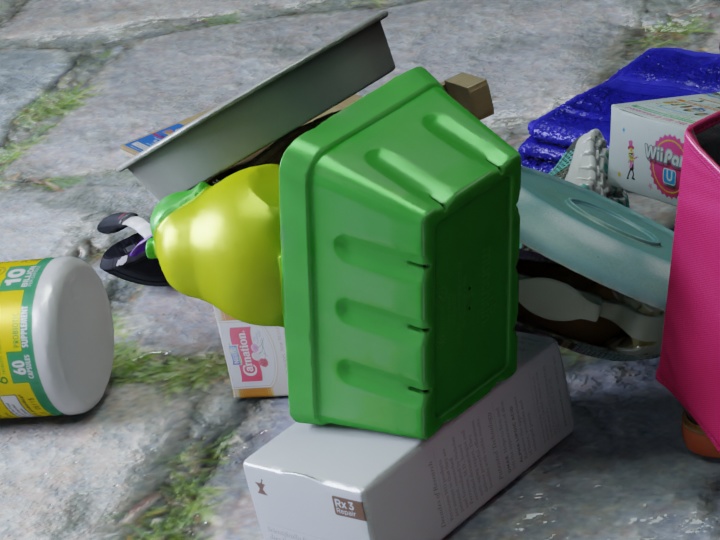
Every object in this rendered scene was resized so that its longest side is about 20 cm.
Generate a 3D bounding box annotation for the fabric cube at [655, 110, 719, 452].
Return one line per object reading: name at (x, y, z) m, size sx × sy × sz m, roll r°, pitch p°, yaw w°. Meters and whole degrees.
fabric cube at (0.298, 0.020, 1.271) m, size 0.196 × 0.199 × 0.200 m, roll -21°, pitch 49°, yaw -18°

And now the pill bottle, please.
pill bottle at (-0.287, 0.052, 1.665) m, size 0.200 × 0.113 × 0.113 m, roll -4°, pitch 25°, yaw 17°

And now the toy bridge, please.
toy bridge at (-0.008, -0.085, 1.517) m, size 0.200 × 0.027 × 0.067 m, roll -25°, pitch 25°, yaw -23°

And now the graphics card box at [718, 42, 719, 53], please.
graphics card box at (0.304, -0.058, 1.519) m, size 0.051 × 0.200 × 0.125 m, roll -29°, pitch 30°, yaw -35°

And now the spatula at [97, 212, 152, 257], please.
spatula at (-0.172, -0.034, 1.803) m, size 0.056 × 0.021 × 0.200 m, roll -31°, pitch 15°, yaw -16°

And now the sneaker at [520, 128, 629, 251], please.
sneaker at (0.144, -0.047, 1.736) m, size 0.091 × 0.078 × 0.200 m, roll -17°, pitch 14°, yaw 21°

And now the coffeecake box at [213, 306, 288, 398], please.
coffeecake box at (0.000, 0.000, 1.591) m, size 0.200 × 0.154 × 0.073 m, roll -4°, pitch 24°, yaw 17°

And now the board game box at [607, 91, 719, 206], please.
board game box at (0.303, -0.088, 1.704) m, size 0.200 × 0.064 × 0.148 m, roll -7°, pitch 17°, yaw -31°

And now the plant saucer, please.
plant saucer at (0.153, -0.021, 1.454) m, size 0.200 × 0.027 × 0.200 m, roll 25°, pitch 11°, yaw -5°

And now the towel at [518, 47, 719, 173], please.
towel at (0.236, -0.130, 1.903) m, size 0.148 × 0.050 × 0.200 m, roll 7°, pitch 30°, yaw 38°

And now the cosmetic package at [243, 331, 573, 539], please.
cosmetic package at (0.033, 0.108, 1.438) m, size 0.102 × 0.074 × 0.200 m, roll 10°, pitch 34°, yaw 41°

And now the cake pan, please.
cake pan at (-0.061, -0.100, 1.483) m, size 0.200 × 0.037 × 0.200 m, roll -30°, pitch 5°, yaw 3°

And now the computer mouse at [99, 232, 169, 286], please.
computer mouse at (-0.098, -0.026, 1.802) m, size 0.200 × 0.046 × 0.140 m, roll -26°, pitch 15°, yaw -12°

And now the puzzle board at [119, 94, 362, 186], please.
puzzle board at (-0.056, -0.086, 1.600) m, size 0.151 × 0.017 × 0.200 m, roll -25°, pitch 26°, yaw -25°

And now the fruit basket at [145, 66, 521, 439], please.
fruit basket at (-0.016, -0.014, 1.393) m, size 0.215 × 0.216 × 0.155 m, roll 11°, pitch 33°, yaw 42°

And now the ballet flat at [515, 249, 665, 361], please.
ballet flat at (0.149, 0.024, 1.511) m, size 0.200 × 0.069 × 0.071 m, roll 11°, pitch 6°, yaw -19°

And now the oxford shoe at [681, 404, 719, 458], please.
oxford shoe at (0.290, 0.066, 1.405) m, size 0.200 × 0.073 × 0.071 m, roll -8°, pitch 24°, yaw 9°
